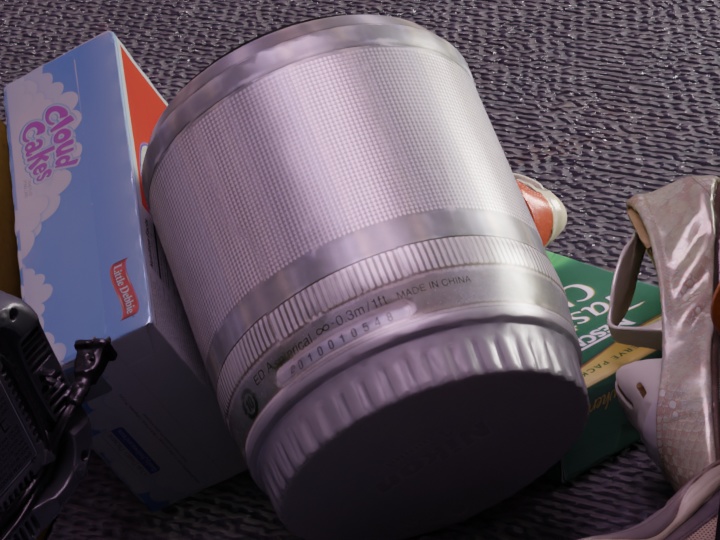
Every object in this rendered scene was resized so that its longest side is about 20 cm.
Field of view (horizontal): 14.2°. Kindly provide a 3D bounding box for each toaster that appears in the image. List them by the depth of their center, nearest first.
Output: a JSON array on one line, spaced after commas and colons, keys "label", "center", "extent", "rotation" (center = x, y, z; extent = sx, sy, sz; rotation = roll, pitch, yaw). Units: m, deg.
[{"label": "toaster", "center": [-0.207, 0.078, 1.199], "extent": [0.129, 0.114, 0.200], "rotation": [6, 43, 37]}]

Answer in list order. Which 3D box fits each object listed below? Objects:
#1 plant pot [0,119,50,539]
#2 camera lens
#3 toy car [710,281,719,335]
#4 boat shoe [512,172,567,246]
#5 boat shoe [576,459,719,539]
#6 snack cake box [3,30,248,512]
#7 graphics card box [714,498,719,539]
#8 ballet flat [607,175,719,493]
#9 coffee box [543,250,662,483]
[{"label": "plant pot", "center": [-0.245, 0.016, 1.375], "extent": [0.193, 0.201, 0.196], "rotation": [-4, 25, 12]}, {"label": "camera lens", "center": [0.000, 0.000, 1.277], "extent": [0.159, 0.160, 0.201], "rotation": [-15, 61, -12]}, {"label": "toy car", "center": [0.234, -0.021, 1.278], "extent": [0.199, 0.178, 0.184], "rotation": [-16, 34, -38]}, {"label": "boat shoe", "center": [0.009, -0.029, 1.433], "extent": [0.199, 0.072, 0.062], "rotation": [6, 19, 40]}, {"label": "boat shoe", "center": [0.135, 0.135, 1.150], "extent": [0.200, 0.075, 0.073], "rotation": [-23, 53, -39]}, {"label": "snack cake box", "center": [-0.109, -0.001, 1.371], "extent": [0.067, 0.115, 0.200], "rotation": [-25, 44, 14]}, {"label": "graphics card box", "center": [0.202, 0.100, 1.125], "extent": [0.125, 0.051, 0.200], "rotation": [35, 28, -8]}, {"label": "ballet flat", "center": [0.143, 0.040, 1.299], "extent": [0.062, 0.068, 0.201], "rotation": [-7, 45, 14]}, {"label": "coffee box", "center": [0.074, 0.035, 1.404], "extent": [0.123, 0.044, 0.200], "rotation": [-25, 28, -31]}]
